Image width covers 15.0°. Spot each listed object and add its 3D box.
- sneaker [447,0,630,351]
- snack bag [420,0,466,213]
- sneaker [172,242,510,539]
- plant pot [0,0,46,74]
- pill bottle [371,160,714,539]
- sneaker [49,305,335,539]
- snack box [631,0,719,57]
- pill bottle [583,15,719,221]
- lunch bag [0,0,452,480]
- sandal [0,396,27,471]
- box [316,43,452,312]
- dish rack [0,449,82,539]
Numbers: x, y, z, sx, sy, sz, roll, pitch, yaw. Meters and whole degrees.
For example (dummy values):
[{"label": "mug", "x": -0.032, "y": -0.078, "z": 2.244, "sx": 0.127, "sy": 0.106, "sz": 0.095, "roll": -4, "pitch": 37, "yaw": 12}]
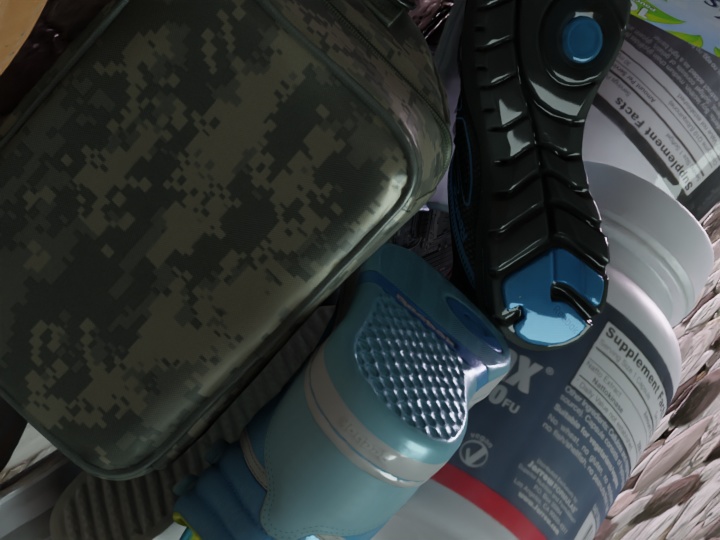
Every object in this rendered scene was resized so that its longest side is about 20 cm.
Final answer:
[{"label": "sneaker", "x": 0.063, "y": -0.070, "z": 1.160, "sx": 0.073, "sy": 0.082, "sz": 0.201, "roll": 3, "pitch": 96, "yaw": -23}, {"label": "snack bag", "x": 0.074, "y": -0.114, "z": 1.246, "sx": 0.188, "sy": 0.021, "sz": 0.201, "roll": 7, "pitch": 104, "yaw": -68}, {"label": "sneaker", "x": -0.014, "y": 0.066, "z": 1.071, "sx": 0.131, "sy": 0.080, "sz": 0.200, "roll": -48, "pitch": 178, "yaw": 18}, {"label": "plant pot", "x": -0.168, "y": -0.102, "z": 0.697, "sx": 0.200, "sy": 0.140, "sz": 0.200, "roll": -39, "pitch": 160, "yaw": -17}, {"label": "pill bottle", "x": 0.077, "y": 0.053, "z": 1.248, "sx": 0.200, "sy": 0.119, "sz": 0.120, "roll": -57, "pitch": 167, "yaw": -24}, {"label": "sneaker", "x": -0.052, "y": 0.088, "z": 1.144, "sx": 0.200, "sy": 0.074, "sz": 0.082, "roll": -36, "pitch": 136, "yaw": -35}, {"label": "snack box", "x": 0.226, "y": -0.121, "z": 1.247, "sx": 0.053, "sy": 0.200, "sz": 0.142, "roll": -65, "pitch": -178, "yaw": -15}, {"label": "pill bottle", "x": 0.154, "y": -0.085, "z": 1.417, "sx": 0.200, "sy": 0.116, "sz": 0.116, "roll": -44, "pitch": 161, "yaw": -8}, {"label": "lunch bag", "x": -0.062, "y": -0.032, "z": 1.066, "sx": 0.200, "sy": 0.139, "sz": 0.168, "roll": -47, "pitch": 178, "yaw": 18}, {"label": "sandal", "x": -0.173, "y": 0.073, "z": 1.177, "sx": 0.079, "sy": 0.059, "sz": 0.207, "roll": -42, "pitch": 161, "yaw": -7}, {"label": "box", "x": 0.000, "y": 0.000, "z": 1.265, "sx": 0.158, "sy": 0.050, "sz": 0.201, "roll": -12, "pitch": 115, "yaw": -57}, {"label": "dish rack", "x": -0.172, "y": 0.127, "z": 1.187, "sx": 0.171, "sy": 0.044, "sz": 0.200, "roll": -33, "pitch": -178, "yaw": 7}]
